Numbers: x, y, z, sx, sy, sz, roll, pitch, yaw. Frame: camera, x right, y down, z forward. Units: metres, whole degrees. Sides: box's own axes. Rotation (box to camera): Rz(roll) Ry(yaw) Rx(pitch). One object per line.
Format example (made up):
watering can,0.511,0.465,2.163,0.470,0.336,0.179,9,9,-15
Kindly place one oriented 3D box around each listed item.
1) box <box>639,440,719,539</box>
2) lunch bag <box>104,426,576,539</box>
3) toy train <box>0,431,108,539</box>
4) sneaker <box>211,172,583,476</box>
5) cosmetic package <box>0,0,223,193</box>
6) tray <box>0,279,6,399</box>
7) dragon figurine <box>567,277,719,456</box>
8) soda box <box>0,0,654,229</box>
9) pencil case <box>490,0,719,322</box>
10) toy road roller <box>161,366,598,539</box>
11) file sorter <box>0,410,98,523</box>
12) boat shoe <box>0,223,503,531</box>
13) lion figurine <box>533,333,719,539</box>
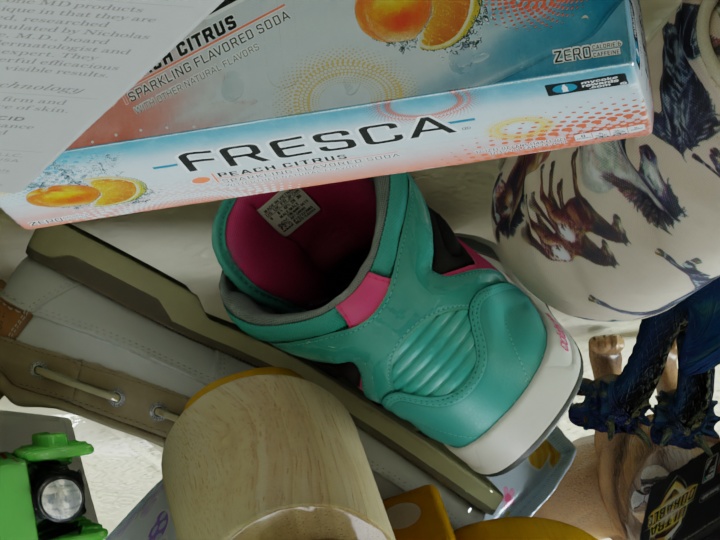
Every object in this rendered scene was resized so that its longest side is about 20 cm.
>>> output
box,0.240,0.106,1.121,0.200,0.050,0.199,23,149,-15
lunch bag,-0.030,0.125,1.235,0.200,0.127,0.170,-42,-175,-35
toy train,-0.124,0.081,1.014,0.056,0.042,0.200,-10,178,-9
sneaker,0.000,0.000,1.041,0.121,0.084,0.200,40,-179,-17
cosmetic package,-0.080,-0.094,0.651,0.074,0.102,0.200,1,162,-25
tray,-0.182,0.069,1.059,0.099,0.037,0.200,-41,-173,15
dragon figurine,0.148,0.009,1.078,0.059,0.099,0.200,4,161,-32
soda box,-0.018,-0.064,0.841,0.200,0.064,0.068,-9,163,8
pencil case,0.107,-0.043,0.931,0.078,0.089,0.200,-30,174,-24
toy road roller,0.026,0.122,0.995,0.146,0.123,0.200,-19,124,-1
file sorter,-0.189,0.146,1.197,0.139,0.125,0.200,7,-163,-14
boat shoe,-0.046,0.056,1.065,0.200,0.068,0.075,29,180,1
lion figurine,0.105,0.101,1.335,0.072,0.123,0.200,4,163,-31
